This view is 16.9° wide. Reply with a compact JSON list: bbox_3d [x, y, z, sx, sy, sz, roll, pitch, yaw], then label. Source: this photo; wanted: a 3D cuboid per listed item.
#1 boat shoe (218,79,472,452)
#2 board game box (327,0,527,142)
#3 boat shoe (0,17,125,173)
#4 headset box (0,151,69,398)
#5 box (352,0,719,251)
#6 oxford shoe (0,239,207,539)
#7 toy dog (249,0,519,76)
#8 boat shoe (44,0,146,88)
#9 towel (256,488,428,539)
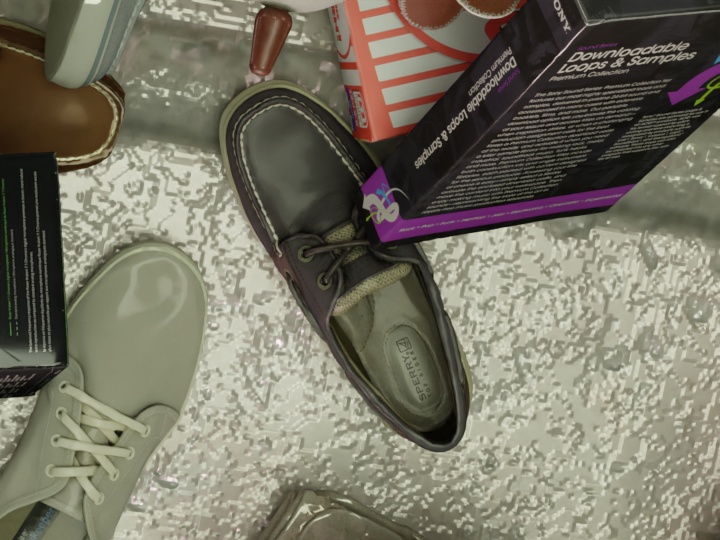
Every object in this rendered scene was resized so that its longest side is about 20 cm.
[{"bbox_3d":[0.000,0.000,1.158,0.072,0.065,0.200,-29,106,-5],"label":"boat shoe"},{"bbox_3d":[0.080,-0.156,1.144,0.200,0.046,0.152,-14,98,-10],"label":"board game box"},{"bbox_3d":[-0.205,-0.084,1.087,0.200,0.074,0.076,13,99,-15],"label":"boat shoe"},{"bbox_3d":[-0.234,0.010,1.042,0.200,0.174,0.093,-3,84,-12],"label":"headset box"},{"bbox_3d":[0.101,-0.077,1.086,0.143,0.200,0.036,-9,69,-33],"label":"box"},{"bbox_3d":[-0.128,0.081,1.151,0.075,0.058,0.200,28,93,-14],"label":"oxford shoe"},{"bbox_3d":[0.020,-0.129,1.038,0.200,0.132,0.096,1,91,3],"label":"toy dog"},{"bbox_3d":[-0.081,-0.169,1.089,0.072,0.070,0.201,22,83,-20],"label":"boat shoe"},{"bbox_3d":[0.015,0.203,1.224,0.200,0.034,0.133,34,94,-19],"label":"towel"}]
